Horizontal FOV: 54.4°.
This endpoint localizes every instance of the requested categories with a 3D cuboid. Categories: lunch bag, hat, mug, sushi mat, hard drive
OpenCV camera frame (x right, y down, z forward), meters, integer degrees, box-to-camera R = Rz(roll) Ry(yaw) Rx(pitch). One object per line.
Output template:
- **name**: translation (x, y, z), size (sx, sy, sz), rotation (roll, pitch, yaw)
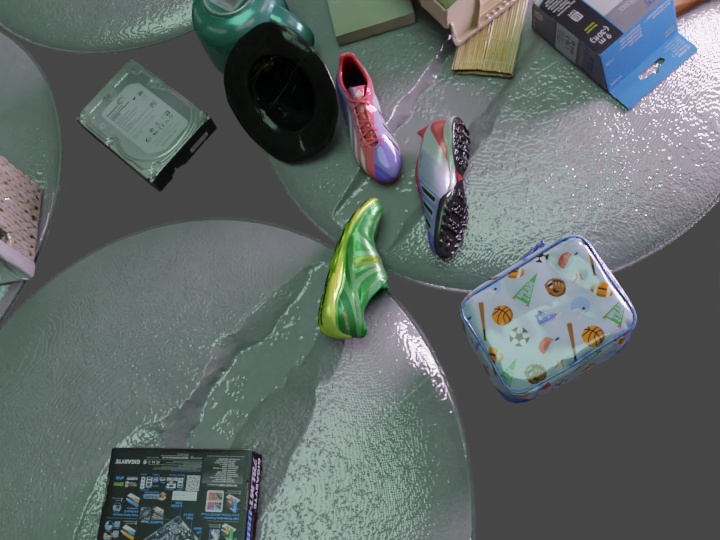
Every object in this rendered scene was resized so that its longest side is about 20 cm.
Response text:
- **lunch bag**: translation (0.229, 0.055, 0.867), size (0.197, 0.076, 0.162), rotation (-29, 64, 0)
- **hat**: translation (-0.104, -0.267, 1.046), size (0.196, 0.081, 0.205), rotation (11, 116, 24)
- **mug**: translation (-0.173, -0.401, 1.098), size (0.181, 0.115, 0.155), rotation (-14, 67, 6)
- **sushi mat**: translation (0.204, -0.385, 1.071), size (0.093, 0.012, 0.204), rotation (9, 71, 16)
- **hard drive**: translation (-0.342, -0.235, 1.112), size (0.199, 0.038, 0.140), rotation (38, 80, 22)

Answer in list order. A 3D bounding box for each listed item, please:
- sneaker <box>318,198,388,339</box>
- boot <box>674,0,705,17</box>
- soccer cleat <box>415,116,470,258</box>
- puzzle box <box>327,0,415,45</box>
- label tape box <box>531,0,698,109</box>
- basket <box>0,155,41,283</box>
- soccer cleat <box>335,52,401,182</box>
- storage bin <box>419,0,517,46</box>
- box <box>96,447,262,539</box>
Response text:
- **sneaker**: translation (0.000, 0.000, 0.945), size (0.082, 0.074, 0.204), rotation (19, 69, -9)
- **boot**: translation (0.507, -0.481, 1.034), size (0.196, 0.068, 0.192), rotation (-21, 74, 11)
- **soccer cleat**: translation (0.107, -0.112, 0.968), size (0.072, 0.068, 0.205), rotation (-6, 70, 35)
- **puzzle box**: translation (0.005, -0.469, 1.137), size (0.130, 0.025, 0.204), rotation (-14, 67, 6)
- **label tape box**: translation (0.364, -0.351, 0.999), size (0.144, 0.063, 0.201), rotation (-39, 67, -4)
- **basket**: translation (-0.603, -0.083, 1.020), size (0.195, 0.199, 0.165), rotation (-6, 66, 9)
- **soccer cleat**: translation (0.007, -0.221, 1.014), size (0.065, 0.077, 0.204), rotation (-19, 67, 3)
- **storage bin**: translation (0.144, -0.473, 1.053), size (0.197, 0.094, 0.201), rotation (-38, 69, -7)
- **box**: translation (-0.228, 0.326, 0.869), size (0.195, 0.050, 0.203), rotation (-2, 70, 10)
